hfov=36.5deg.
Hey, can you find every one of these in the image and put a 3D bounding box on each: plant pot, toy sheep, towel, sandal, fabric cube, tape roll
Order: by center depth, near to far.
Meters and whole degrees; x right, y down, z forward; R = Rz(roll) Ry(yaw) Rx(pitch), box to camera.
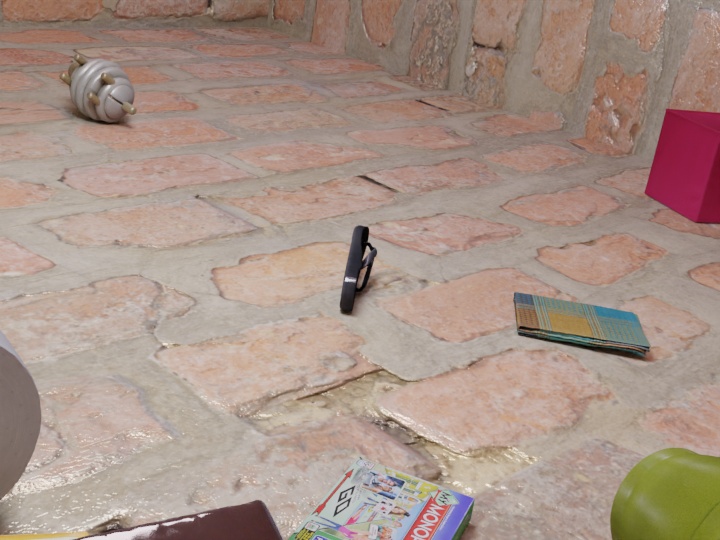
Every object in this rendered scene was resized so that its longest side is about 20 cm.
[{"bbox_3d":[-0.380,0.130,0.938,0.198,0.204,0.066,-5,25,-35],"label":"tape roll"},{"bbox_3d":[0.334,0.257,1.005,0.197,0.204,0.193,2,10,-20],"label":"plant pot"},{"bbox_3d":[0.000,0.001,1.643,0.042,0.077,0.201,8,31,1],"label":"sandal"},{"bbox_3d":[0.332,0.081,1.663,0.196,0.022,0.147,9,20,3],"label":"towel"},{"bbox_3d":[-0.536,-0.373,2.261,0.199,0.139,0.137,39,32,26],"label":"toy sheep"},{"bbox_3d":[0.784,-0.232,2.427,0.197,0.203,0.196,0,21,-24],"label":"fabric cube"}]

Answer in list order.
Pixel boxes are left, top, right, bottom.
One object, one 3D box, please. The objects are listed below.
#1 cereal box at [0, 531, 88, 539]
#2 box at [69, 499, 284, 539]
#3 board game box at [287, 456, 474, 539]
[{"bbox_3d":[-0.274,0.277,0.838,0.141,0.040,0.200,4,23,-19],"label":"cereal box"},{"bbox_3d":[-0.134,0.275,0.686,0.197,0.168,0.165,-5,41,-34],"label":"box"},{"bbox_3d":[0.020,0.255,1.053,0.133,0.030,0.200,16,22,17],"label":"board game box"}]
